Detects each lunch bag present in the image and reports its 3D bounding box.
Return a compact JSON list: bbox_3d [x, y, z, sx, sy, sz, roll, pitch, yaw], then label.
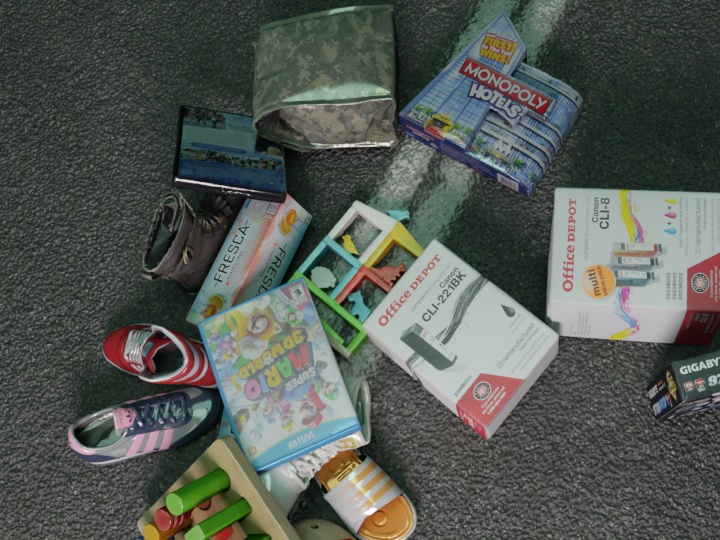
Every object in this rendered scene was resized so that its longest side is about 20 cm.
[{"bbox_3d":[-0.048,-0.253,1.408,0.197,0.118,0.166,-2,61,4],"label":"lunch bag"}]

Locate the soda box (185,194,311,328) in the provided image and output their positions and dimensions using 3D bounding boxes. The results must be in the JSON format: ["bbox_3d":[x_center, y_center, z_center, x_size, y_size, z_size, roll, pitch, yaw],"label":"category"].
[{"bbox_3d":[-0.141,-0.004,1.359,0.063,0.068,0.202,16,74,37],"label":"soda box"}]

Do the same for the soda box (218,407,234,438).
[{"bbox_3d":[-0.134,0.224,1.292,0.067,0.064,0.203,1,71,25],"label":"soda box"}]

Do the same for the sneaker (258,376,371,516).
[{"bbox_3d":[-0.052,0.207,1.237,0.114,0.074,0.202,-1,55,31],"label":"sneaker"}]

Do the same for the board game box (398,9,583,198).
[{"bbox_3d":[0.186,-0.232,1.399,0.198,0.062,0.201,29,79,17],"label":"board game box"}]

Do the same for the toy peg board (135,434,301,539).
[{"bbox_3d":[-0.175,0.330,1.187,0.199,0.097,0.201,-45,74,31],"label":"toy peg board"}]

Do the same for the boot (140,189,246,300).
[{"bbox_3d":[-0.208,-0.062,1.346,0.068,0.174,0.203,13,75,13],"label":"boot"}]

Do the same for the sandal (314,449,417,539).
[{"bbox_3d":[-0.020,0.248,1.273,0.079,0.059,0.207,-44,70,-6],"label":"sandal"}]

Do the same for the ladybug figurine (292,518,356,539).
[{"bbox_3d":[-0.040,0.384,1.224,0.134,0.072,0.202,-26,70,-1],"label":"ladybug figurine"}]

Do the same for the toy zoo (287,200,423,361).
[{"bbox_3d":[0.000,0.000,1.374,0.131,0.020,0.200,38,82,19],"label":"toy zoo"}]

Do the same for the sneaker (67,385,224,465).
[{"bbox_3d":[-0.269,0.190,1.321,0.198,0.082,0.071,-22,67,-1],"label":"sneaker"}]

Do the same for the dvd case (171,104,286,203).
[{"bbox_3d":[-0.168,-0.153,1.368,0.140,0.018,0.201,8,34,-12],"label":"dvd case"}]

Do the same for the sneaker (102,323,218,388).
[{"bbox_3d":[-0.266,0.101,1.319,0.197,0.112,0.072,8,83,28],"label":"sneaker"}]

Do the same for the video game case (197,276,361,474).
[{"bbox_3d":[-0.097,0.122,1.243,0.141,0.018,0.202,-23,65,0],"label":"video game case"}]

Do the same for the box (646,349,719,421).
[{"bbox_3d":[0.410,0.118,1.171,0.157,0.200,0.047,-15,74,4],"label":"box"}]

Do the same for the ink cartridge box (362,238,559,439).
[{"bbox_3d":[0.122,0.082,1.293,0.199,0.084,0.145,38,82,19],"label":"ink cartridge box"}]

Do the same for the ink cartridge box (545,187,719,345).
[{"bbox_3d":[0.322,-0.004,1.257,0.197,0.145,0.148,2,72,11],"label":"ink cartridge box"}]
